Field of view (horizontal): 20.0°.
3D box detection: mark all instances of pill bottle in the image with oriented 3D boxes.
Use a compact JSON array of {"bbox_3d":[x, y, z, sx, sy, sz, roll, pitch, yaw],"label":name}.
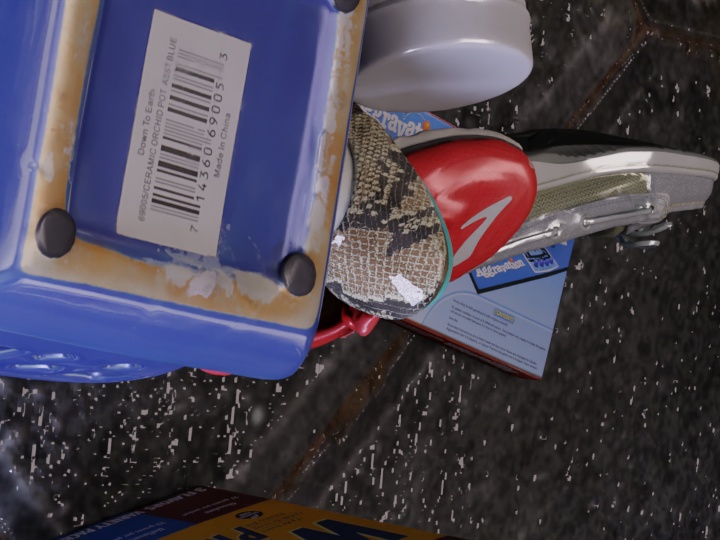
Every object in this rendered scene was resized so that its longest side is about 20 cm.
[{"bbox_3d":[0.019,-0.172,0.846,0.109,0.109,0.201,8,69,-46],"label":"pill bottle"}]

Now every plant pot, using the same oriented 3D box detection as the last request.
[{"bbox_3d":[-0.115,-0.059,0.754,0.200,0.179,0.201,15,83,-46],"label":"plant pot"}]

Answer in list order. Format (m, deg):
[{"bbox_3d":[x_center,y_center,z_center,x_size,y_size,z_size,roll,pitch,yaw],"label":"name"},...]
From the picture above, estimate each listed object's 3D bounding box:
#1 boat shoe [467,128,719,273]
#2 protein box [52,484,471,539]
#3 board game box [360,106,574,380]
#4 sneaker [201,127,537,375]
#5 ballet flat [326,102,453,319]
[{"bbox_3d":[0.101,-0.034,1.032,0.201,0.074,0.065,-7,106,-41],"label":"boat shoe"},{"bbox_3d":[-0.039,0.212,0.840,0.135,0.199,0.200,-17,106,-44],"label":"protein box"},{"bbox_3d":[0.038,-0.020,1.029,0.200,0.019,0.103,25,77,-44],"label":"board game box"},{"bbox_3d":[0.000,0.000,0.907,0.199,0.085,0.077,-24,115,-17],"label":"sneaker"},{"bbox_3d":[-0.030,-0.055,0.858,0.075,0.200,0.068,20,119,-37],"label":"ballet flat"}]
